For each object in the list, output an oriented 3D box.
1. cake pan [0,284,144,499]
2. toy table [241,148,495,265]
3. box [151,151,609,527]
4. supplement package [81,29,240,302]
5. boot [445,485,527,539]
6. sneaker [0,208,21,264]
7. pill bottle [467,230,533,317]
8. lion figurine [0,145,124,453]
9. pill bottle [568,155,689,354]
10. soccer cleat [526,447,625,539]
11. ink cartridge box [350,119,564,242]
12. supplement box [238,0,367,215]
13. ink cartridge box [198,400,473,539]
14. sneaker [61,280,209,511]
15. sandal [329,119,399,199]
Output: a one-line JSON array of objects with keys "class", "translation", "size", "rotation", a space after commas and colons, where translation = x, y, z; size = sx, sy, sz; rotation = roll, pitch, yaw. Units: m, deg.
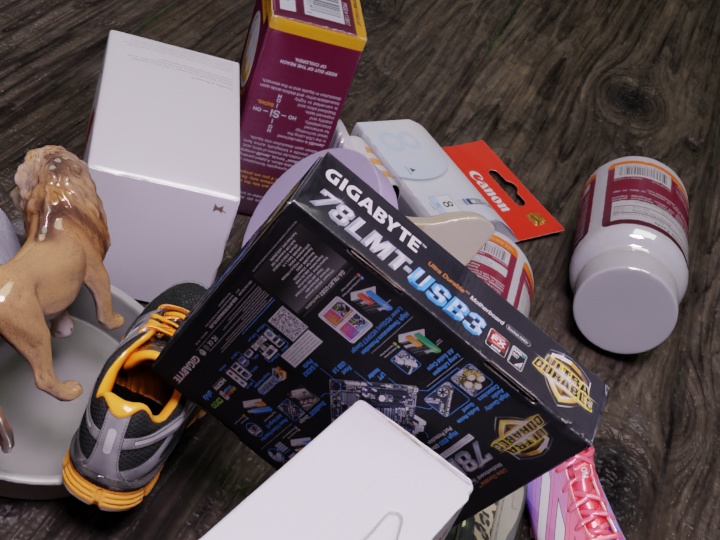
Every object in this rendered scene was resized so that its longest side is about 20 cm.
[{"class": "cake pan", "translation": [-0.223, 0.075, 0.756], "size": [0.197, 0.037, 0.202], "rotation": [16, 38, -12]}, {"class": "toy table", "translation": [0.000, 0.000, 0.803], "size": [0.117, 0.184, 0.201], "rotation": [41, 14, -26]}, {"class": "box", "translation": [0.002, 0.061, 0.619], "size": [0.198, 0.200, 0.050], "rotation": [38, 47, -8]}, {"class": "supplement package", "translation": [-0.169, -0.085, 0.909], "size": [0.118, 0.122, 0.202], "rotation": [12, 38, -17]}, {"class": "boot", "translation": [0.020, 0.186, 0.737], "size": [0.152, 0.074, 0.204], "rotation": [25, 37, 8]}, {"class": "sneaker", "translation": [-0.307, -0.003, 0.703], "size": [0.112, 0.077, 0.200], "rotation": [-12, -2, 15]}, {"class": "pill bottle", "translation": [0.076, 0.058, 0.883], "size": [0.108, 0.111, 0.201], "rotation": [24, 37, 0]}, {"class": "lion figurine", "translation": [-0.206, 0.009, 0.698], "size": [0.071, 0.124, 0.201], "rotation": [-6, 29, 6]}, {"class": "pill bottle", "translation": [0.264, -0.017, 1.077], "size": [0.113, 0.115, 0.201], "rotation": [24, 37, 0]}, {"class": "soccer cleat", "translation": [0.158, 0.166, 0.828], "size": [0.066, 0.077, 0.201], "rotation": [1, 43, -28]}, {"class": "ink cartridge box", "translation": [0.104, -0.093, 1.134], "size": [0.198, 0.048, 0.161], "rotation": [-11, 49, -35]}, {"class": "supplement box", "translation": [-0.067, -0.158, 0.988], "size": [0.084, 0.202, 0.111], "rotation": [11, 38, -15]}, {"class": "ink cartridge box", "translation": [-0.036, 0.189, 0.587], "size": [0.084, 0.202, 0.144], "rotation": [36, 38, 15]}, {"class": "sneaker", "translation": [-0.130, 0.065, 0.727], "size": [0.077, 0.078, 0.201], "rotation": [20, 36, -4]}, {"class": "sandal", "translation": [0.008, -0.049, 1.011], "size": [0.058, 0.080, 0.209], "rotation": [0, 52, -31]}]
